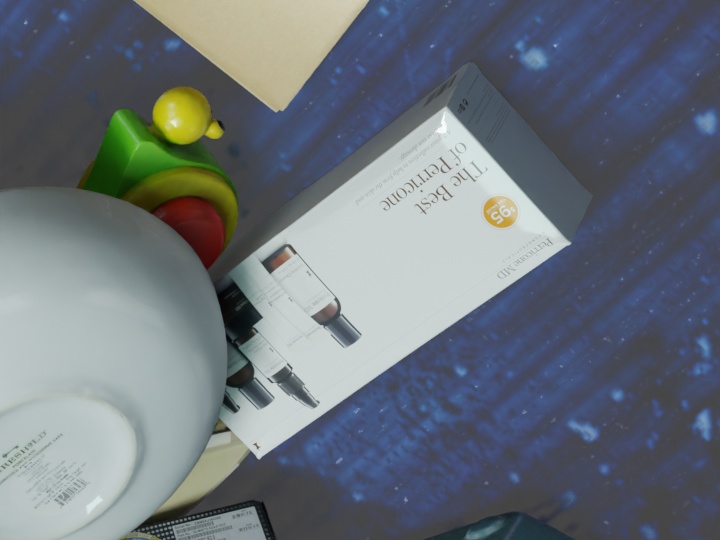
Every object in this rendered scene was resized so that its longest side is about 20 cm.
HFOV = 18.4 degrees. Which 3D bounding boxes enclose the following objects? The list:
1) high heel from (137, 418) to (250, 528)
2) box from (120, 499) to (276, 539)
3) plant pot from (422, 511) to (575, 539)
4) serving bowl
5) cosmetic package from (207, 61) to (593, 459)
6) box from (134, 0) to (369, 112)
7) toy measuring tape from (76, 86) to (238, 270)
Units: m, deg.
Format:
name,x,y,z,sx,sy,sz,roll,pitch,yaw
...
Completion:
name,x,y,z,sx,sy,sz,roll,pitch,yaw
high heel,-0.157,0.075,1.094,0.200,0.143,0.071,-21,137,-8
box,-0.134,0.199,1.082,0.200,0.044,0.160,-13,136,-11
plant pot,0.054,0.232,1.038,0.196,0.196,0.200,-22,101,28
serving bowl,-0.144,0.064,0.943,0.200,0.066,0.200,-15,133,-16
cosmetic package,0.000,0.000,0.991,0.083,0.051,0.200,45,123,-12
box,-0.067,-0.183,0.919,0.200,0.021,0.163,38,124,-6
toy measuring tape,-0.104,0.003,1.010,0.074,0.074,0.200,27,117,1
